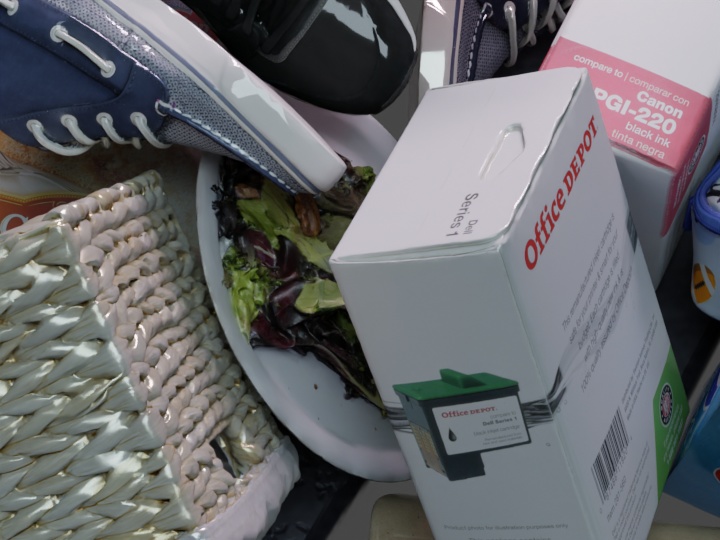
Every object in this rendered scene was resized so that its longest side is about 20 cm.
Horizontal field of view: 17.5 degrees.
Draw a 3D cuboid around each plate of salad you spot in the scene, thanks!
[{"bbox_3d":[0.000,0.000,1.099,0.200,0.048,0.200,28,52,-42],"label":"plate of salad"}]

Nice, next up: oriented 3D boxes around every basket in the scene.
[{"bbox_3d":[-0.154,0.072,0.994,0.200,0.198,0.161,-24,94,10],"label":"basket"}]

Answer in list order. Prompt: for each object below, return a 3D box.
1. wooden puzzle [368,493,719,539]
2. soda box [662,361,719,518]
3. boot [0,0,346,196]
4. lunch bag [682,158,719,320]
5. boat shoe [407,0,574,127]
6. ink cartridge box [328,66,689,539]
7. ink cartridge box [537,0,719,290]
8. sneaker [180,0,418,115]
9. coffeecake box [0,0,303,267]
[{"bbox_3d":[0.088,0.208,1.088,0.185,0.046,0.200,6,64,-2],"label":"wooden puzzle"},{"bbox_3d":[0.195,0.061,1.066,0.068,0.200,0.064,25,69,5],"label":"soda box"},{"bbox_3d":[-0.105,-0.076,1.037,0.200,0.073,0.090,40,92,15],"label":"boot"},{"bbox_3d":[0.247,-0.036,1.127,0.160,0.076,0.200,17,39,24],"label":"lunch bag"},{"bbox_3d":[0.078,-0.137,1.196,0.093,0.075,0.200,8,62,0],"label":"boat shoe"},{"bbox_3d":[0.072,0.031,1.044,0.084,0.200,0.146,-5,33,26],"label":"ink cartridge box"},{"bbox_3d":[0.152,-0.112,1.157,0.085,0.146,0.200,21,69,11],"label":"ink cartridge box"},{"bbox_3d":[-0.067,-0.136,1.059,0.200,0.088,0.076,40,111,13],"label":"sneaker"},{"bbox_3d":[-0.116,-0.039,1.152,0.153,0.073,0.200,15,68,3],"label":"coffeecake box"}]
